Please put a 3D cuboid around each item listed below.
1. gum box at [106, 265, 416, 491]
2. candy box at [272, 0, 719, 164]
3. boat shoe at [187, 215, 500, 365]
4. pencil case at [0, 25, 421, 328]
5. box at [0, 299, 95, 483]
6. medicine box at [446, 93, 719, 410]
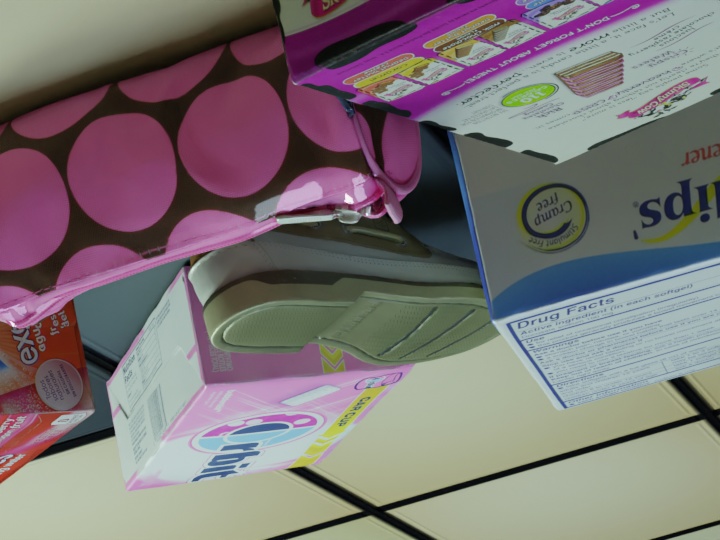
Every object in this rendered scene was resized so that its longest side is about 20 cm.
[{"bbox_3d":[-0.058,0.056,1.572,0.113,0.066,0.200,-5,162,-19],"label":"gum box"},{"bbox_3d":[0.075,-0.107,1.161,0.136,0.061,0.200,-23,160,29],"label":"candy box"},{"bbox_3d":[0.000,0.000,1.434,0.075,0.069,0.199,-35,153,33],"label":"boat shoe"},{"bbox_3d":[-0.076,-0.037,1.215,0.199,0.094,0.091,-19,162,20],"label":"pencil case"},{"bbox_3d":[-0.216,0.057,1.406,0.099,0.096,0.200,-2,160,-33],"label":"box"},{"bbox_3d":[0.154,-0.022,1.421,0.181,0.103,0.200,-16,162,8],"label":"medicine box"}]
